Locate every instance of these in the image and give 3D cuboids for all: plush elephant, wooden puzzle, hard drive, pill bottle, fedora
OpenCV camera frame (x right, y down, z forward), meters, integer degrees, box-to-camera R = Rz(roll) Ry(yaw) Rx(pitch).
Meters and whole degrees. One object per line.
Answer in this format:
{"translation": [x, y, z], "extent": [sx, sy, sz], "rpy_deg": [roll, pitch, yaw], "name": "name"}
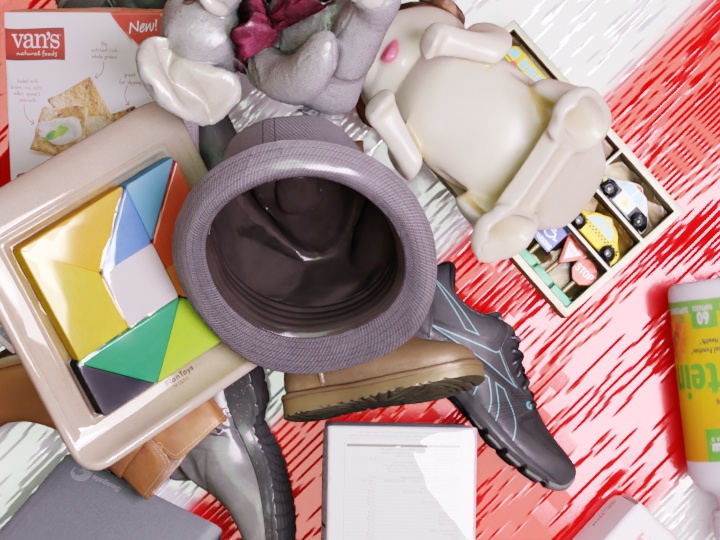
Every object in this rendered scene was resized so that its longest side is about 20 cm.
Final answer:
{"translation": [-0.067, -0.176, 1.237], "extent": [0.153, 0.165, 0.201], "rpy_deg": [15, 130, -8], "name": "plush elephant"}
{"translation": [-0.160, 0.009, 1.247], "extent": [0.184, 0.037, 0.201], "rpy_deg": [-33, 103, -25], "name": "wooden puzzle"}
{"translation": [-0.208, 0.230, 1.285], "extent": [0.139, 0.033, 0.200], "rpy_deg": [23, 45, 17], "name": "hard drive"}
{"translation": [0.296, 0.105, 1.349], "extent": [0.110, 0.111, 0.202], "rpy_deg": [-6, 87, -2], "name": "pill bottle"}
{"translation": [-0.039, -0.030, 1.240], "extent": [0.175, 0.091, 0.201], "rpy_deg": [-19, 132, 13], "name": "fedora"}

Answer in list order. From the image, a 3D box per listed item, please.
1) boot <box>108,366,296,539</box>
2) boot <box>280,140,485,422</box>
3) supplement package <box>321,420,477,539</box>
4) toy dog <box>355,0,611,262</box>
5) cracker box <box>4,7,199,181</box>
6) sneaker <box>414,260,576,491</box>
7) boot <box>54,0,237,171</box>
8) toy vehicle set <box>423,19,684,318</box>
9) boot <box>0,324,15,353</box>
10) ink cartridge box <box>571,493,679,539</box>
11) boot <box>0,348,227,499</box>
{"translation": [-0.126, 0.150, 1.368], "extent": [0.129, 0.068, 0.202], "rpy_deg": [-13, 88, 10], "name": "boot"}
{"translation": [0.000, 0.000, 1.326], "extent": [0.174, 0.066, 0.202], "rpy_deg": [-12, 76, 26], "name": "boot"}
{"translation": [0.026, 0.215, 1.336], "extent": [0.113, 0.110, 0.202], "rpy_deg": [2, 87, -2], "name": "supplement package"}
{"translation": [0.081, -0.123, 1.307], "extent": [0.200, 0.193, 0.140], "rpy_deg": [40, 112, 23], "name": "toy dog"}
{"translation": [-0.190, -0.092, 1.330], "extent": [0.133, 0.058, 0.202], "rpy_deg": [3, 100, 21], "name": "cracker box"}
{"translation": [0.100, 0.081, 1.363], "extent": [0.079, 0.075, 0.200], "rpy_deg": [-43, 90, -5], "name": "sneaker"}
{"translation": [-0.130, -0.156, 1.355], "extent": [0.181, 0.072, 0.201], "rpy_deg": [-29, 81, 27], "name": "boot"}
{"translation": [0.137, -0.078, 1.395], "extent": [0.124, 0.027, 0.200], "rpy_deg": [-42, 89, -3], "name": "toy vehicle set"}
{"translation": [-0.273, -0.014, 1.319], "extent": [0.090, 0.199, 0.073], "rpy_deg": [-50, 134, -10], "name": "boot"}
{"translation": [0.224, 0.289, 1.352], "extent": [0.200, 0.083, 0.147], "rpy_deg": [43, 87, 0], "name": "ink cartridge box"}
{"translation": [-0.204, 0.107, 1.330], "extent": [0.200, 0.077, 0.155], "rpy_deg": [-41, 91, 17], "name": "boot"}
